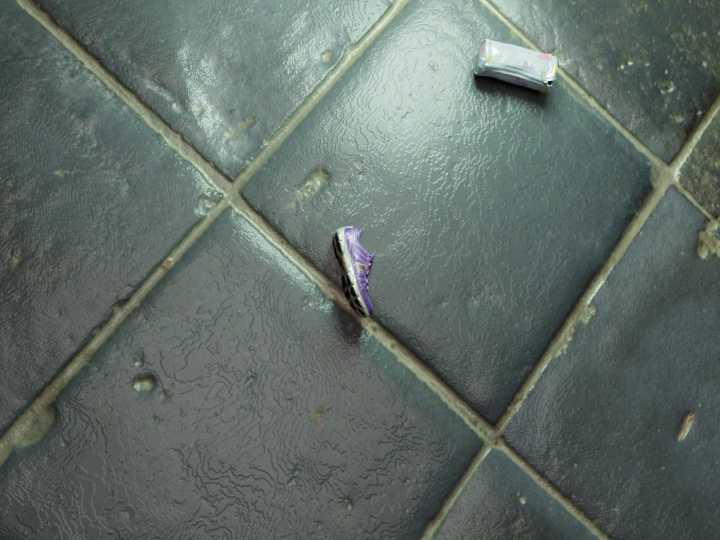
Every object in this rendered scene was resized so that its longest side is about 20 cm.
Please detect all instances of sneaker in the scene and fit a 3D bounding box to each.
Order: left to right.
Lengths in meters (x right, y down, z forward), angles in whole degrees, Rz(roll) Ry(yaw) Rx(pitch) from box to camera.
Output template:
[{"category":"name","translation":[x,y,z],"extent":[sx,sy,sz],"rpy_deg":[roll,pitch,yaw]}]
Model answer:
[{"category":"sneaker","translation":[0.000,0.000,1.205],"extent":[0.081,0.081,0.206],"rpy_deg":[-11,83,-16]}]

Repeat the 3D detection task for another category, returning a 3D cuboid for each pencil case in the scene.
[{"category":"pencil case","translation":[0.373,-0.491,1.333],"extent":[0.194,0.084,0.093],"rpy_deg":[13,58,-6]}]
